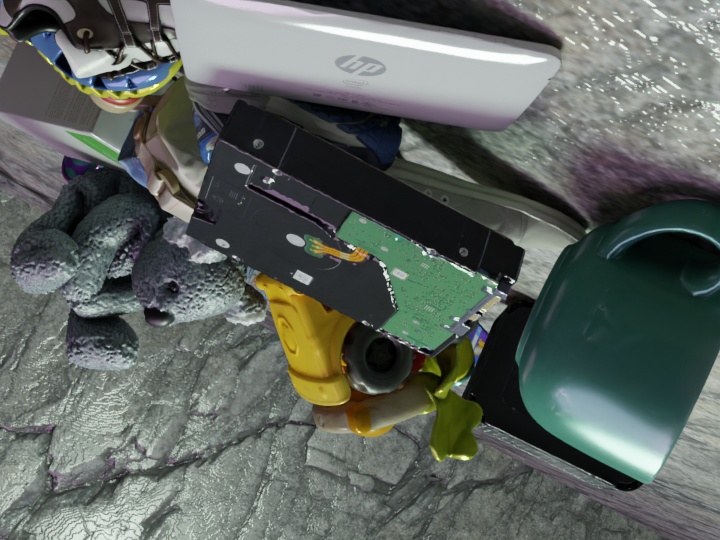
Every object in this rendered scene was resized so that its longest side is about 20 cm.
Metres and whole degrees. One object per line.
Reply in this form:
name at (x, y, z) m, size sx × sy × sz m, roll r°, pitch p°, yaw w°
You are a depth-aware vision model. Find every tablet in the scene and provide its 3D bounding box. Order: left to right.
tablet at (-0.001, -0.110, 0.529) m, size 0.196 × 0.014 × 0.130 m, roll 8°, pitch 171°, yaw -5°

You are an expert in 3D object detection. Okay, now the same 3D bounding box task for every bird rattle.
bird rattle at (0.026, 0.119, 0.969) m, size 0.160 × 0.115 × 0.199 m, roll -12°, pitch -168°, yaw -29°

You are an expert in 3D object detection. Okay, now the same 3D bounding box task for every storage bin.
storage bin at (0.217, 0.134, 1.024) m, size 0.197 × 0.137 × 0.094 m, roll 25°, pitch 170°, yaw 6°

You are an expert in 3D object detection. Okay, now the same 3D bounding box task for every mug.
mug at (0.177, 0.032, 0.644) m, size 0.113 × 0.188 × 0.152 m, roll 25°, pitch -165°, yaw 16°

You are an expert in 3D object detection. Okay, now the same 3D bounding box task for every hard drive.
hard drive at (-0.009, -0.020, 0.626) m, size 0.197 × 0.038 × 0.140 m, roll 27°, pitch 153°, yaw -6°

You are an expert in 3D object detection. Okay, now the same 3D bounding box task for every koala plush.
koala plush at (-0.192, -0.010, 0.935) m, size 0.196 × 0.186 × 0.179 m, roll 6°, pitch 142°, yaw 23°

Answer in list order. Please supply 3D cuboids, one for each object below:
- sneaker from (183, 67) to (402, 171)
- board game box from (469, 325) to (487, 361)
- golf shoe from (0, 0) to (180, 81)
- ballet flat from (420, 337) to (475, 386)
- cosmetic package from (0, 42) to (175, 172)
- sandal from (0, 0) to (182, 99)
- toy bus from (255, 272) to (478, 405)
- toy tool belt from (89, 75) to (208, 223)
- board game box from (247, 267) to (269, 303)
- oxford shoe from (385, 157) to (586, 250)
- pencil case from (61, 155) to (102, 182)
sneaker at (-0.047, -0.088, 0.662) m, size 0.076 × 0.087 × 0.198 m, roll -14°, pitch -153°, yaw -40°
board game box at (0.091, 0.084, 1.360) m, size 0.197 × 0.045 × 0.134 m, roll 21°, pitch 169°, yaw 31°
golf shoe at (-0.132, -0.150, 0.599) m, size 0.197 × 0.096 × 0.078 m, roll 22°, pitch 169°, yaw 14°
ballet flat at (0.076, 0.062, 1.100) m, size 0.067 × 0.066 × 0.201 m, roll 49°, pitch -171°, yaw -21°
cosmetic package at (-0.248, -0.152, 0.904) m, size 0.198 × 0.086 × 0.107 m, roll 15°, pitch 169°, yaw 43°
sandal at (-0.214, -0.186, 0.676) m, size 0.197 × 0.081 × 0.087 m, roll 23°, pitch 166°, yaw 10°
toy bus at (0.000, 0.000, 0.912) m, size 0.135 × 0.198 × 0.195 m, roll 1°, pitch 118°, yaw 65°
toy tool belt at (-0.143, -0.101, 0.796) m, size 0.198 × 0.127 × 0.122 m, roll 30°, pitch 161°, yaw -20°
board game box at (-0.071, 0.000, 1.106) m, size 0.197 × 0.063 × 0.200 m, roll 27°, pitch -168°, yaw 2°
oxford shoe at (0.074, -0.033, 0.695) m, size 0.196 × 0.059 × 0.075 m, roll 12°, pitch 173°, yaw -25°
pencil case at (-0.280, -0.101, 1.219) m, size 0.084 × 0.094 × 0.200 m, roll -25°, pitch 144°, yaw 21°
